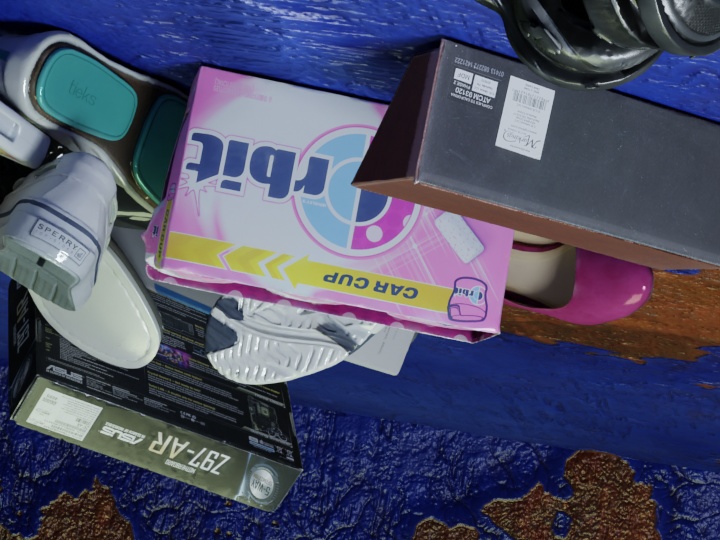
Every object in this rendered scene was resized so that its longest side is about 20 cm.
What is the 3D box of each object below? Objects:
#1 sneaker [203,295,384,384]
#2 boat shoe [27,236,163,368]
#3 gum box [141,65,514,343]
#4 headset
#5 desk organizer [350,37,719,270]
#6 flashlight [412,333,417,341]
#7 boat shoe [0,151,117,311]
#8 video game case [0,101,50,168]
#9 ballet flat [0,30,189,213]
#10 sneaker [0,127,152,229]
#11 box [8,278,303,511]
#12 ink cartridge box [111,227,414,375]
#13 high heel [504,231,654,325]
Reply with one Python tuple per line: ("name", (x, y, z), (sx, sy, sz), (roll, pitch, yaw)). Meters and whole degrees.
("sneaker", (0.000, 0.000, 1.325), (0.079, 0.199, 0.130), (50, -171, 6))
("boat shoe", (-0.200, -0.021, 1.417), (0.202, 0.072, 0.060), (45, -155, -1))
("gum box", (-0.016, -0.036, 1.190), (0.200, 0.114, 0.066), (11, 172, -8))
("headset", (0.094, -0.091, 0.764), (0.200, 0.094, 0.123), (25, 168, -17))
("desk organizer", (0.102, -0.053, 1.088), (0.200, 0.072, 0.077), (14, 173, -26))
("flashlight", (0.009, 0.026, 1.736), (0.068, 0.068, 0.200), (11, 173, 11))
("boat shoe", (-0.166, -0.024, 1.207), (0.074, 0.067, 0.200), (34, 168, -14))
("video game case", (-0.274, -0.118, 1.098), (0.200, 0.024, 0.182), (24, 175, 13))
("ballet flat", (-0.142, -0.085, 1.211), (0.069, 0.069, 0.200), (5, 163, 32))
("sneaker", (-0.127, -0.058, 1.335), (0.199, 0.076, 0.114), (1, -172, -4))
("box", (-0.143, 0.072, 1.476), (0.200, 0.044, 0.160), (22, -152, -24))
("ink cartridge box", (-0.065, -0.001, 1.494), (0.145, 0.084, 0.200), (21, 180, 36))
("high heel", (0.101, -0.001, 1.425), (0.096, 0.067, 0.200), (3, -179, -36))
